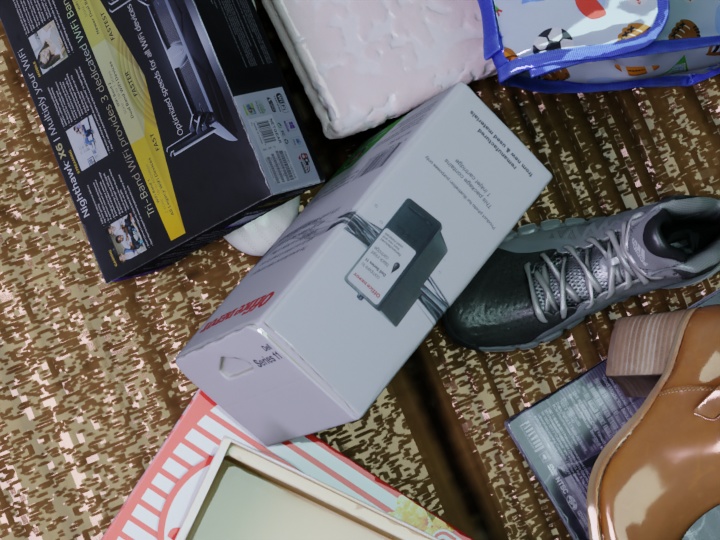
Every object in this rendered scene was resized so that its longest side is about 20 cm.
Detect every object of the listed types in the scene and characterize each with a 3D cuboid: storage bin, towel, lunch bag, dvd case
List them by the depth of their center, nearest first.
[{"bbox_3d":[-0.035,0.229,1.127,0.198,0.094,0.200,26,81,-2],"label":"storage bin"},{"bbox_3d":[0.150,-0.199,1.200,0.200,0.124,0.171,-6,81,-32],"label":"lunch bag"},{"bbox_3d":[0.023,-0.199,1.240,0.200,0.032,0.191,-25,85,-24],"label":"towel"},{"bbox_3d":[0.213,0.109,1.254,0.200,0.016,0.149,-31,87,-8],"label":"dvd case"}]

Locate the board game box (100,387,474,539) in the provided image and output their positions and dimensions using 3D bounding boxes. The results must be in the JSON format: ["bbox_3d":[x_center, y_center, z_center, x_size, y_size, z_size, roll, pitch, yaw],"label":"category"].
[{"bbox_3d":[-0.050,0.178,1.203,0.200,0.046,0.152,33,81,-1],"label":"board game box"}]

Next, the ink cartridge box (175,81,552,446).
[{"bbox_3d":[0.000,0.000,1.152,0.083,0.147,0.200,45,66,-10],"label":"ink cartridge box"}]

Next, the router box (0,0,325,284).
[{"bbox_3d":[-0.125,-0.112,1.178,0.052,0.157,0.200,-18,85,-50],"label":"router box"}]

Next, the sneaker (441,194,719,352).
[{"bbox_3d":[0.147,-0.008,1.210,0.200,0.115,0.075,-20,86,-8],"label":"sneaker"}]

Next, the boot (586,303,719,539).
[{"bbox_3d":[0.223,0.118,1.179,0.155,0.077,0.201,-1,69,29],"label":"boot"}]

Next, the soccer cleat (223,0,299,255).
[{"bbox_3d":[-0.083,-0.108,1.217,0.069,0.078,0.201,-12,85,-7],"label":"soccer cleat"}]
